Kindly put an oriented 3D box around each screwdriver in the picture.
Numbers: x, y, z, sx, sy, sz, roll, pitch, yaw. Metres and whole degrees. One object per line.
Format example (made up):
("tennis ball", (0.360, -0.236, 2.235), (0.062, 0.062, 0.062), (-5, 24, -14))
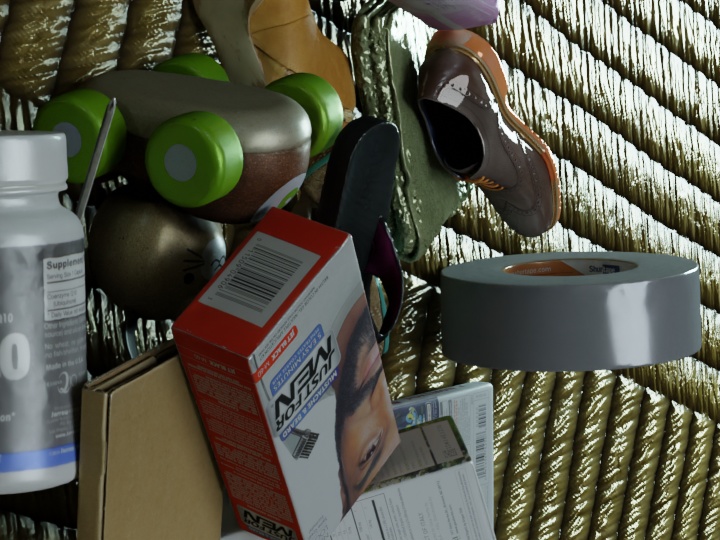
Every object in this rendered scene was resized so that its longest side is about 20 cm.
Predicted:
("screwdriver", (-0.164, -0.030, 1.349), (0.029, 0.028, 0.200), (-7, 141, -35))

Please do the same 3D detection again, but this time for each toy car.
("toy car", (-0.110, -0.020, 1.429), (0.164, 0.157, 0.201), (-30, 128, -60))

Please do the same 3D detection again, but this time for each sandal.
("sandal", (-0.001, 0.000, 1.477), (0.075, 0.048, 0.201), (-28, 134, -48))

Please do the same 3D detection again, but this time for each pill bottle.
("pill bottle", (-0.214, 0.021, 1.305), (0.114, 0.113, 0.201), (-9, 100, -53))

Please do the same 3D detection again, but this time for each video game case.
("video game case", (0.045, 0.196, 1.750), (0.182, 0.023, 0.201), (-9, 101, -53))

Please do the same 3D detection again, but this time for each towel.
("towel", (0.038, -0.122, 1.680), (0.148, 0.036, 0.201), (-50, 133, -56))

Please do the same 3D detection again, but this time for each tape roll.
("tape roll", (0.161, 0.029, 1.742), (0.200, 0.200, 0.066), (-12, 103, -52))

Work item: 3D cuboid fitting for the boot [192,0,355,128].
("boot", (-0.051, -0.166, 1.560), (0.144, 0.071, 0.202), (5, 92, -60))

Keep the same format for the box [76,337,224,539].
("box", (-0.124, 0.144, 1.374), (0.163, 0.021, 0.201), (-30, 127, -64))

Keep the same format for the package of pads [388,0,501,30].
("package of pads", (0.032, -0.246, 1.546), (0.200, 0.075, 0.121), (20, 75, -56))

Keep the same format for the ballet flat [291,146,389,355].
("ballet flat", (-0.021, -0.006, 1.602), (0.065, 0.071, 0.200), (-24, 132, -20))

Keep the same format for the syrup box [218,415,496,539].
("syrup box", (-0.017, 0.173, 1.517), (0.079, 0.199, 0.082), (-114, -173, -69))

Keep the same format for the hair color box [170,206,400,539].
("hair color box", (-0.042, 0.072, 1.406), (0.111, 0.064, 0.200), (-52, 148, -30))

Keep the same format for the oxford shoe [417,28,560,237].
("oxford shoe", (0.088, -0.084, 1.677), (0.200, 0.071, 0.073), (56, 47, -38))
